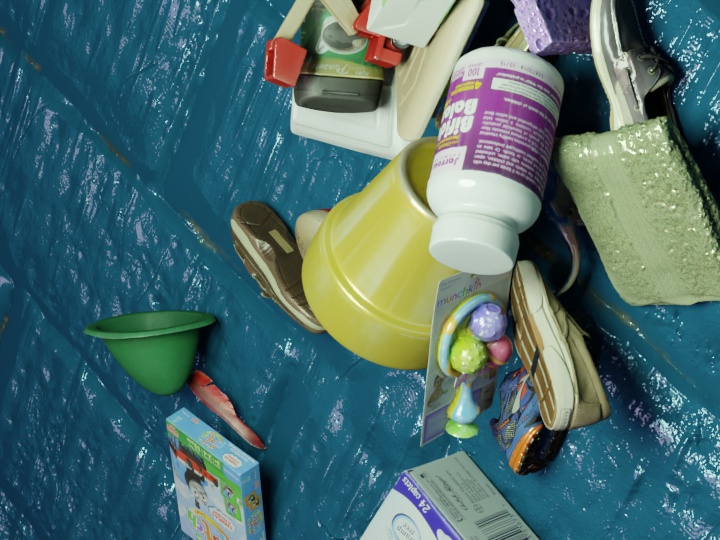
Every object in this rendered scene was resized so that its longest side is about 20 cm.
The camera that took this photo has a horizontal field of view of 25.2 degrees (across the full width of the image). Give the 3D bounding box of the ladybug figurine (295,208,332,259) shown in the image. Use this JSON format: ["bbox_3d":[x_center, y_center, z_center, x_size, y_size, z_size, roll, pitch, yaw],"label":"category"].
[{"bbox_3d":[0.000,0.000,1.835,0.200,0.072,0.136,49,157,23],"label":"ladybug figurine"}]

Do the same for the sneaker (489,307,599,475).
[{"bbox_3d":[0.184,0.121,1.695,0.078,0.075,0.201,42,124,35],"label":"sneaker"}]

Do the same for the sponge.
[{"bbox_3d":[0.173,-0.307,1.583,0.030,0.111,0.201,-31,77,42],"label":"sponge"}]

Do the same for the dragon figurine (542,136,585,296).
[{"bbox_3d":[0.192,-0.082,1.649,0.099,0.059,0.201,13,110,44],"label":"dragon figurine"}]

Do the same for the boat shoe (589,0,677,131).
[{"bbox_3d":[0.271,-0.180,1.546,0.065,0.072,0.201,-5,99,40],"label":"boat shoe"}]

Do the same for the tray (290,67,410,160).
[{"bbox_3d":[-0.016,-0.192,1.861,0.200,0.022,0.108,19,111,41],"label":"tray"}]

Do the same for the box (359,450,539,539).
[{"bbox_3d":[0.097,0.341,1.806,0.184,0.105,0.200,49,129,27],"label":"box"}]

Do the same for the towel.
[{"bbox_3d":[0.276,-0.050,1.543,0.148,0.036,0.200,-9,117,43],"label":"towel"}]

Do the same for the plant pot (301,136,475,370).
[{"bbox_3d":[0.063,-0.029,1.675,0.201,0.200,0.189,55,139,21],"label":"plant pot"}]

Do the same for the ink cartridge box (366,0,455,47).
[{"bbox_3d":[0.066,-0.343,1.624,0.117,0.067,0.201,130,152,-64],"label":"ink cartridge box"}]

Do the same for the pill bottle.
[{"bbox_3d":[0.125,-0.103,1.538,0.112,0.112,0.201,-9,60,46],"label":"pill bottle"}]

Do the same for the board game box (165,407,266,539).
[{"bbox_3d":[-0.184,0.294,2.086,0.151,0.037,0.201,30,138,37],"label":"board game box"}]

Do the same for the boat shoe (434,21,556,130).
[{"bbox_3d":[0.137,-0.197,1.670,0.063,0.073,0.200,53,131,20],"label":"boat shoe"}]

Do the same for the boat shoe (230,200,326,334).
[{"bbox_3d":[-0.092,0.007,1.955,0.203,0.075,0.075,56,146,29],"label":"boat shoe"}]

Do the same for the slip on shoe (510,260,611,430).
[{"bbox_3d":[0.196,0.072,1.597,0.200,0.060,0.076,-104,15,-45],"label":"slip on shoe"}]

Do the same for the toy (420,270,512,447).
[{"bbox_3d":[0.121,0.086,1.639,0.047,0.115,0.201,33,130,34],"label":"toy"}]

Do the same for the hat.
[{"bbox_3d":[-0.255,0.151,2.075,0.200,0.165,0.177,3,102,46],"label":"hat"}]

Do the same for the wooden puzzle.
[{"bbox_3d":[0.086,-0.252,1.683,0.200,0.046,0.186,-97,27,-56],"label":"wooden puzzle"}]

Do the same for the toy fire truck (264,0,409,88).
[{"bbox_3d":[-0.012,-0.278,1.701,0.049,0.141,0.201,-165,92,-75],"label":"toy fire truck"}]

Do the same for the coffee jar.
[{"bbox_3d":[-0.021,-0.274,1.771,0.085,0.104,0.201,-140,55,-82],"label":"coffee jar"}]
